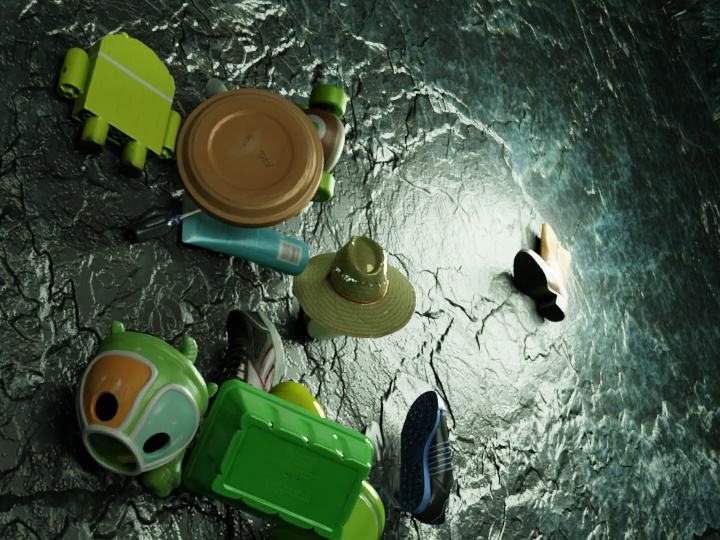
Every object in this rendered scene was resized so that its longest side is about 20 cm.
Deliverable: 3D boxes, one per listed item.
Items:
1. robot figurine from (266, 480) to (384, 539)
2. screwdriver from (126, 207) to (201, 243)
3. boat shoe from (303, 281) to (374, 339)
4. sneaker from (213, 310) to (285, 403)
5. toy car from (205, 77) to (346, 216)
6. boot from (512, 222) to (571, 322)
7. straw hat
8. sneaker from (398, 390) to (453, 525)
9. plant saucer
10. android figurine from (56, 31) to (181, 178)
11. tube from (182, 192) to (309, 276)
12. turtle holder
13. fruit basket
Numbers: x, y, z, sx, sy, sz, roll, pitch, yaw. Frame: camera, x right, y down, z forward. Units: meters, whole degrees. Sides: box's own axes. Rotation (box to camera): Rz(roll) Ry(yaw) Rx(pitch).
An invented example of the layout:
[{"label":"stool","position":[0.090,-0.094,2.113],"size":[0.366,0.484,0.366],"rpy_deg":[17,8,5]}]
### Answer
[{"label":"robot figurine","position":[-0.043,0.334,1.288],"size":[0.200,0.114,0.178],"rpy_deg":[-40,130,-54]},{"label":"screwdriver","position":[-0.223,-0.073,1.338],"size":[0.029,0.028,0.199],"rpy_deg":[33,37,30]},{"label":"boat shoe","position":[-0.015,0.050,1.524],"size":[0.200,0.072,0.060],"rpy_deg":[-15,56,-44]},{"label":"sneaker","position":[-0.146,0.144,1.295],"size":[0.086,0.080,0.202],"rpy_deg":[6,65,-48]},{"label":"toy car","position":[-0.137,-0.195,1.447],"size":[0.198,0.157,0.166],"rpy_deg":[20,67,-30]},{"label":"boot","position":[0.374,-0.027,2.055],"size":[0.188,0.068,0.201],"rpy_deg":[45,40,-26]},{"label":"straw hat","position":[0.000,0.000,1.459],"size":[0.198,0.086,0.202],"rpy_deg":[7,36,-5]},{"label":"sneaker","position":[0.106,0.287,1.550],"size":[0.078,0.070,0.202],"rpy_deg":[39,50,-38]},{"label":"plant saucer","position":[-0.147,-0.155,1.363],"size":[0.198,0.032,0.203],"rpy_deg":[3,71,-9]},{"label":"android figurine","position":[-0.307,-0.223,1.323],"size":[0.181,0.041,0.202],"rpy_deg":[30,50,-39]},{"label":"tube","position":[-0.161,-0.044,1.409],"size":[0.199,0.050,0.078],"rpy_deg":[21,45,-37]},{"label":"turtle holder","position":[-0.248,0.160,1.129],"size":[0.140,0.186,0.132],"rpy_deg":[23,48,-1]},{"label":"fruit basket","position":[-0.092,0.212,1.192],"size":[0.215,0.215,0.157],"rpy_deg":[28,84,-40]}]
